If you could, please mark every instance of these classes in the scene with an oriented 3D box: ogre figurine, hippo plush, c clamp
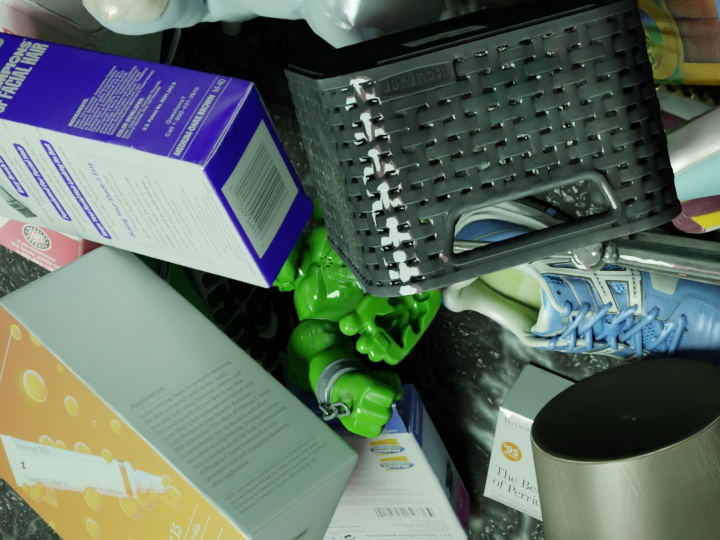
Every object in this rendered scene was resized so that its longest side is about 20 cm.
[{"bbox_3d":[0.000,0.000,0.952,0.120,0.097,0.202,-26,69,60],"label":"ogre figurine"},{"bbox_3d":[-0.041,-0.158,0.858,0.159,0.159,0.202,21,130,20],"label":"hippo plush"},{"bbox_3d":[0.144,-0.012,0.830,0.169,0.200,0.027,8,94,17],"label":"c clamp"}]

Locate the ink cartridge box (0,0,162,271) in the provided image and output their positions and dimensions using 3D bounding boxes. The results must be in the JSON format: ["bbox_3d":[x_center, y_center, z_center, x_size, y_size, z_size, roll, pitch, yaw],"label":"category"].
[{"bbox_3d":[-0.211,-0.115,1.055,0.145,0.085,0.201,27,134,14],"label":"ink cartridge box"}]

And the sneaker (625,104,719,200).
[{"bbox_3d":[0.224,-0.049,0.752,0.198,0.074,0.083,-15,82,1],"label":"sneaker"}]

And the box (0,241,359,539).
[{"bbox_3d":[-0.116,0.101,0.933,0.200,0.097,0.125,40,133,20],"label":"box"}]

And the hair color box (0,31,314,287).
[{"bbox_3d":[-0.135,-0.065,0.912,0.198,0.065,0.110,13,150,27],"label":"hair color box"}]

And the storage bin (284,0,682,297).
[{"bbox_3d":[0.047,-0.063,0.737,0.134,0.200,0.095,-15,99,-5],"label":"storage bin"}]

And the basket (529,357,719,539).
[{"bbox_3d":[0.172,0.161,0.892,0.136,0.179,0.202,14,126,57],"label":"basket"}]

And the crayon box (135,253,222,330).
[{"bbox_3d":[-0.149,0.058,1.096,0.119,0.058,0.200,57,156,4],"label":"crayon box"}]

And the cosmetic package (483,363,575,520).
[{"bbox_3d":[0.177,0.137,1.006,0.198,0.051,0.083,22,130,19],"label":"cosmetic package"}]

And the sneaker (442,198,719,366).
[{"bbox_3d":[0.136,0.024,0.933,0.198,0.077,0.076,17,128,18],"label":"sneaker"}]

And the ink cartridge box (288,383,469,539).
[{"bbox_3d":[-0.007,0.120,1.048,0.118,0.042,0.200,-4,150,15],"label":"ink cartridge box"}]

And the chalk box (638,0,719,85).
[{"bbox_3d":[0.172,-0.163,0.739,0.198,0.124,0.125,3,123,31],"label":"chalk box"}]

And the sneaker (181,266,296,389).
[{"bbox_3d":[-0.092,0.037,1.095,0.089,0.078,0.202,3,122,38],"label":"sneaker"}]

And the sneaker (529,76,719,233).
[{"bbox_3d":[0.158,-0.067,0.853,0.198,0.075,0.091,22,126,19],"label":"sneaker"}]
